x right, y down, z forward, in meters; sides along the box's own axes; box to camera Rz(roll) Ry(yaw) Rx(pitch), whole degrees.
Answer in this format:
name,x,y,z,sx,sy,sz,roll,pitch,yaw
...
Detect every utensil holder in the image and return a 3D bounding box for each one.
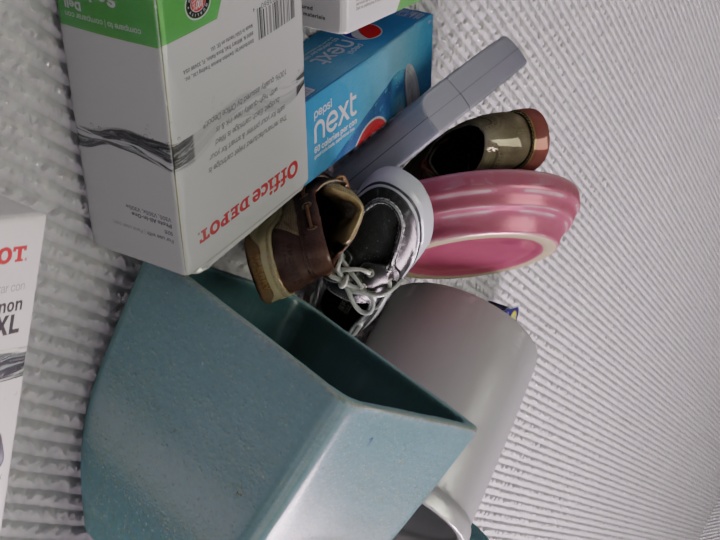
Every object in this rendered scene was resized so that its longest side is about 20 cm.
name,x,y,z,sx,sy,sz,roll,pitch,yaw
utensil holder,0.057,0.136,1.192,0.201,0.169,0.170,-63,153,-25

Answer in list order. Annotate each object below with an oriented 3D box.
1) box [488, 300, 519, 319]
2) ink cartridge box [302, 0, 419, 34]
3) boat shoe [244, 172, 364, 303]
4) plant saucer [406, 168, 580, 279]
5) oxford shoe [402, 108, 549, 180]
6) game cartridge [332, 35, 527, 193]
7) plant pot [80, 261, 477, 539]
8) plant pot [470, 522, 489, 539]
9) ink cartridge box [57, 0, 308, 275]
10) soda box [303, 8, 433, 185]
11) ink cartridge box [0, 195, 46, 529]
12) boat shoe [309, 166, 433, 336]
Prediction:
name,x,y,z,sx,sy,sz,roll,pitch,yaw
box,0.119,0.102,1.441,0.200,0.032,0.122,-8,113,-61
ink cartridge box,-0.003,-0.286,0.899,0.145,0.084,0.201,-36,136,-49
boat shoe,-0.029,-0.035,0.951,0.200,0.072,0.072,-60,132,-71
plant saucer,0.095,-0.034,1.119,0.200,0.200,0.051,27,55,-64
oxford shoe,0.074,-0.094,1.111,0.074,0.200,0.071,-5,75,-34
game cartridge,0.066,-0.136,1.088,0.133,0.042,0.200,-42,180,37
plant pot,-0.079,0.132,0.886,0.201,0.196,0.196,-59,148,6
plant pot,0.020,0.349,1.232,0.196,0.200,0.201,-14,118,-52
ink cartridge box,-0.105,-0.120,0.797,0.146,0.084,0.201,-42,141,-47
soda box,-0.016,-0.142,0.987,0.200,0.064,0.068,-42,141,-46
ink cartridge box,-0.245,0.059,0.628,0.145,0.084,0.201,-13,117,-62
boat shoe,-0.002,-0.001,1.046,0.068,0.073,0.200,-50,176,-41
